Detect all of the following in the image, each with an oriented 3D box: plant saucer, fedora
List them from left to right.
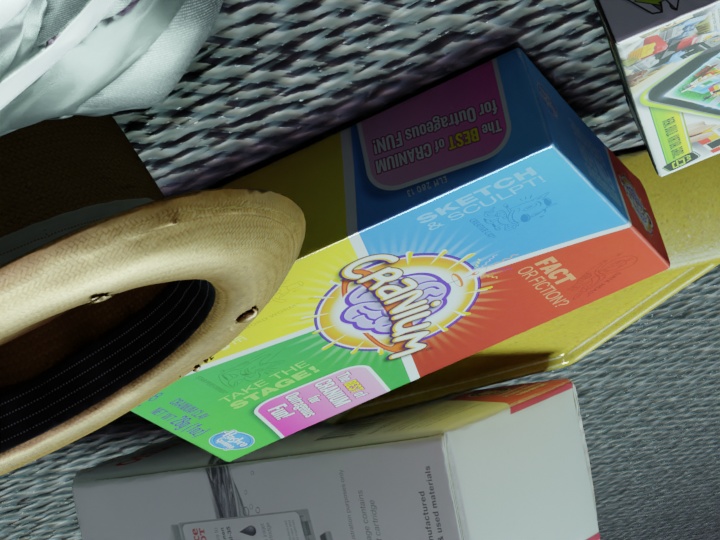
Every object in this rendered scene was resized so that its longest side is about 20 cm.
[{"bbox_3d":[-0.117,0.004,0.799,0.200,0.082,0.201,-24,165,-7],"label":"fedora"},{"bbox_3d":[0.065,0.011,1.176,0.199,0.049,0.200,-12,165,-31],"label":"plant saucer"}]

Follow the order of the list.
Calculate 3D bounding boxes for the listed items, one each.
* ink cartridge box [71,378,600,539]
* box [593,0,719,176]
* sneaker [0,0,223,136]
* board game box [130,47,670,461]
[{"bbox_3d":[-0.010,0.110,1.233,0.199,0.083,0.146,-9,-177,29],"label":"ink cartridge box"},{"bbox_3d":[0.139,-0.088,0.917,0.110,0.035,0.200,-22,167,6],"label":"box"},{"bbox_3d":[-0.109,-0.042,0.640,0.200,0.073,0.112,-30,162,31],"label":"sneaker"},{"bbox_3d":[0.000,0.000,0.992,0.199,0.040,0.153,-24,156,15],"label":"board game box"}]
